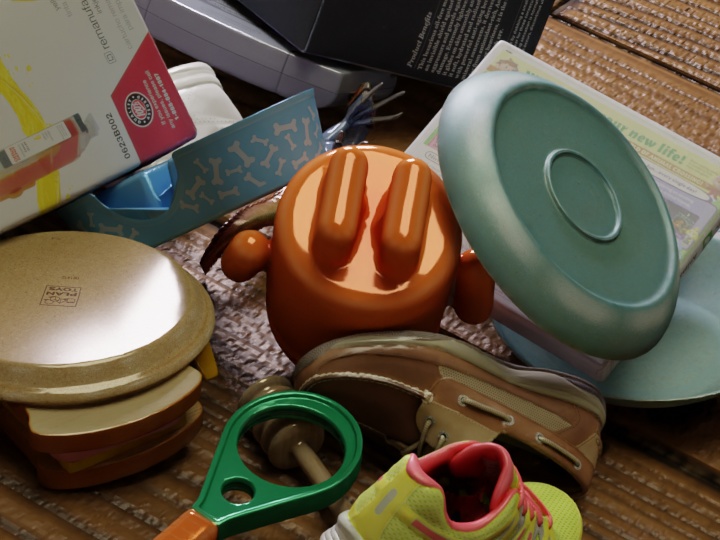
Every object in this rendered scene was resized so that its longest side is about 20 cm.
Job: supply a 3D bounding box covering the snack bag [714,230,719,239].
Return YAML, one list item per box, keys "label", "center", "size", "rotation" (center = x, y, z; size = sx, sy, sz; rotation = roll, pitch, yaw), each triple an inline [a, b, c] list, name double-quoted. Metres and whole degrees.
- label: "snack bag"
  center: [0.183, -0.044, 1.790]
  size: [0.200, 0.022, 0.188]
  rotation: [34, 37, 28]

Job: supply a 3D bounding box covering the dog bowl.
- label: "dog bowl"
  center: [-0.102, -0.054, 1.560]
  size: [0.111, 0.199, 0.050]
  rotation: [-30, 96, -53]

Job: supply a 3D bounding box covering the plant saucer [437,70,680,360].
- label: "plant saucer"
  center: [0.129, -0.040, 1.504]
  size: [0.200, 0.027, 0.201]
  rotation: [27, 45, -31]

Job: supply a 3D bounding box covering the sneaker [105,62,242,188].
- label: "sneaker"
  center: [-0.152, -0.079, 1.676]
  size: [0.199, 0.075, 0.089]
  rotation: [-24, 70, -40]

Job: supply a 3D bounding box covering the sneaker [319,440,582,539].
- label: "sneaker"
  center: [0.070, 0.135, 1.376]
  size: [0.078, 0.091, 0.199]
  rotation: [45, 26, 28]

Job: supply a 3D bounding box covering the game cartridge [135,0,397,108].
- label: "game cartridge"
  center: [-0.083, -0.172, 1.836]
  size: [0.199, 0.041, 0.133]
  rotation: [26, 12, 19]

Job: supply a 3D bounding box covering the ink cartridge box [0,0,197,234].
- label: "ink cartridge box"
  center: [-0.226, -0.102, 1.556]
  size: [0.199, 0.146, 0.083]
  rotation: [-29, 6, -30]

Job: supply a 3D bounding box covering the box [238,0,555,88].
- label: "box"
  center: [0.011, -0.230, 1.858]
  size: [0.198, 0.124, 0.200]
  rotation: [11, 19, -34]

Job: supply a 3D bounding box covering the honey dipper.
- label: "honey dipper"
  center: [-0.012, 0.138, 1.424]
  size: [0.038, 0.038, 0.200]
  rotation: [-7, 42, -31]

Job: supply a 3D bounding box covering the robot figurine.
- label: "robot figurine"
  center: [-0.002, -0.001, 1.508]
  size: [0.143, 0.200, 0.117]
  rotation: [-25, 69, -16]

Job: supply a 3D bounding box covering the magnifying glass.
- label: "magnifying glass"
  center: [-0.074, 0.132, 1.382]
  size: [0.079, 0.022, 0.200]
  rotation: [32, 46, 23]

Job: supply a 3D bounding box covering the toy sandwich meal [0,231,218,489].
- label: "toy sandwich meal"
  center: [-0.174, 0.048, 1.470]
  size: [0.204, 0.071, 0.205]
  rotation: [1, 29, -1]

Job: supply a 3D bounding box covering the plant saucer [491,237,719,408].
- label: "plant saucer"
  center: [0.184, 0.039, 1.625]
  size: [0.200, 0.039, 0.201]
  rotation: [0, 34, 0]

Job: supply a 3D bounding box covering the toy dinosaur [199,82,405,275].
- label: "toy dinosaur"
  center: [-0.027, -0.076, 1.703]
  size: [0.199, 0.106, 0.182]
  rotation: [-6, 15, -9]

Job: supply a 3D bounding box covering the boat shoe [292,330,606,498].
- label: "boat shoe"
  center: [0.056, 0.089, 1.472]
  size: [0.199, 0.076, 0.072]
  rotation: [12, 57, -15]

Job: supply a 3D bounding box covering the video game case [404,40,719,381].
- label: "video game case"
  center: [0.123, -0.043, 1.610]
  size: [0.199, 0.022, 0.182]
  rotation: [30, 63, 20]
